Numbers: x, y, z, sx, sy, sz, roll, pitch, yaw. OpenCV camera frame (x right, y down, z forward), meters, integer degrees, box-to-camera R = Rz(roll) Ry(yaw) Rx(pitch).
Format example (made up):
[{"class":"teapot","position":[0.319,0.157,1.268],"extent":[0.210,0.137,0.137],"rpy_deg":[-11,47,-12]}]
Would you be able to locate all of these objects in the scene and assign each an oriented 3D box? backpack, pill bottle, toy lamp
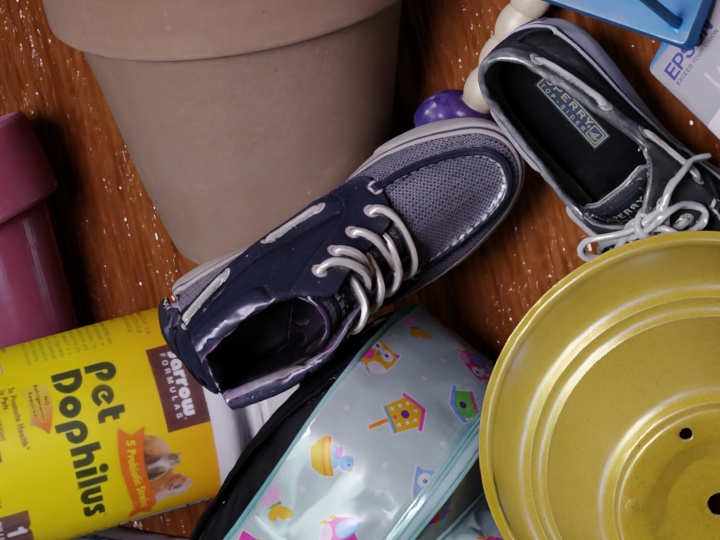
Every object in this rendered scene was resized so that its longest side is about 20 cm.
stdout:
[{"class":"backpack","position":[0.007,0.123,1.017],"extent":[0.153,0.176,0.201],"rpy_deg":[32,114,12]},{"class":"pill bottle","position":[-0.134,0.083,1.097],"extent":[0.109,0.198,0.110],"rpy_deg":[165,90,-77]},{"class":"toy lamp","position":[0.092,-0.147,0.986],"extent":[0.058,0.058,0.201],"rpy_deg":[42,121,24]}]

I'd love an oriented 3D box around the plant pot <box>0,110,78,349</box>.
[{"class":"plant pot","position":[-0.250,0.026,1.193],"extent":[0.199,0.200,0.180],"rpy_deg":[-19,102,36]}]

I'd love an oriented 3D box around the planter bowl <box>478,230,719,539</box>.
[{"class":"planter bowl","position":[0.154,0.090,0.895],"extent":[0.198,0.084,0.203],"rpy_deg":[0,105,0]}]

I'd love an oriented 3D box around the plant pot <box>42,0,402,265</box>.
[{"class":"plant pot","position":[-0.058,-0.100,1.038],"extent":[0.199,0.200,0.176],"rpy_deg":[11,122,34]}]

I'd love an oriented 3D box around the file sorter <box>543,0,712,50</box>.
[{"class":"file sorter","position":[0.102,-0.222,0.869],"extent":[0.138,0.122,0.202],"rpy_deg":[23,94,28]}]

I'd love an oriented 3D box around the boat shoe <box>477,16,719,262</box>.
[{"class":"boat shoe","position":[0.133,-0.035,0.940],"extent":[0.073,0.068,0.200],"rpy_deg":[-39,91,30]}]

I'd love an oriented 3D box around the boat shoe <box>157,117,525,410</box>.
[{"class":"boat shoe","position":[0.000,0.000,0.961],"extent":[0.199,0.093,0.075],"rpy_deg":[-33,110,-1]}]

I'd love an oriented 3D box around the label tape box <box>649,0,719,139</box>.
[{"class":"label tape box","position":[0.204,-0.122,0.900],"extent":[0.200,0.066,0.144],"rpy_deg":[46,121,20]}]

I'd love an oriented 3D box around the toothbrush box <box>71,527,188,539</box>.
[{"class":"toothbrush box","position":[-0.162,0.262,1.216],"extent":[0.145,0.086,0.202],"rpy_deg":[4,98,36]}]
